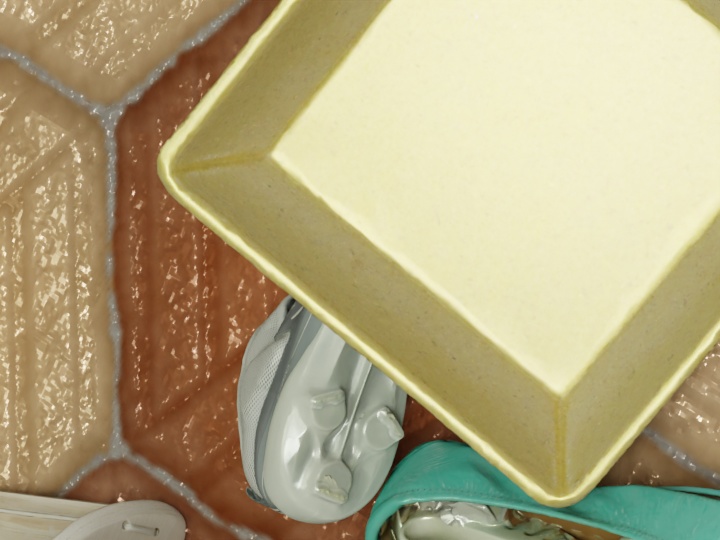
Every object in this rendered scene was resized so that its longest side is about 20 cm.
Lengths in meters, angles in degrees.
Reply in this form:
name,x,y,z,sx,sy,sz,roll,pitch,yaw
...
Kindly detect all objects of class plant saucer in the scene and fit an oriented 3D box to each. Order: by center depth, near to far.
name,x,y,z,sx,sy,sz,roll,pitch,yaw
plant saucer,0.062,-0.051,1.067,0.200,0.048,0.200,40,101,1

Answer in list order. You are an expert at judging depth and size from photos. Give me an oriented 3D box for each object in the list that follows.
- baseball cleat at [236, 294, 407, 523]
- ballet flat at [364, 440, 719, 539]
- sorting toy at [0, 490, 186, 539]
name,x,y,z,sx,sy,sz,roll,pitch,yaw
baseball cleat,0.000,0.000,1.155,0.200,0.070,0.106,-64,25,-8
ballet flat,0.083,0.113,1.081,0.200,0.070,0.068,11,131,37
sorting toy,-0.208,0.139,1.220,0.199,0.180,0.107,3,87,36
